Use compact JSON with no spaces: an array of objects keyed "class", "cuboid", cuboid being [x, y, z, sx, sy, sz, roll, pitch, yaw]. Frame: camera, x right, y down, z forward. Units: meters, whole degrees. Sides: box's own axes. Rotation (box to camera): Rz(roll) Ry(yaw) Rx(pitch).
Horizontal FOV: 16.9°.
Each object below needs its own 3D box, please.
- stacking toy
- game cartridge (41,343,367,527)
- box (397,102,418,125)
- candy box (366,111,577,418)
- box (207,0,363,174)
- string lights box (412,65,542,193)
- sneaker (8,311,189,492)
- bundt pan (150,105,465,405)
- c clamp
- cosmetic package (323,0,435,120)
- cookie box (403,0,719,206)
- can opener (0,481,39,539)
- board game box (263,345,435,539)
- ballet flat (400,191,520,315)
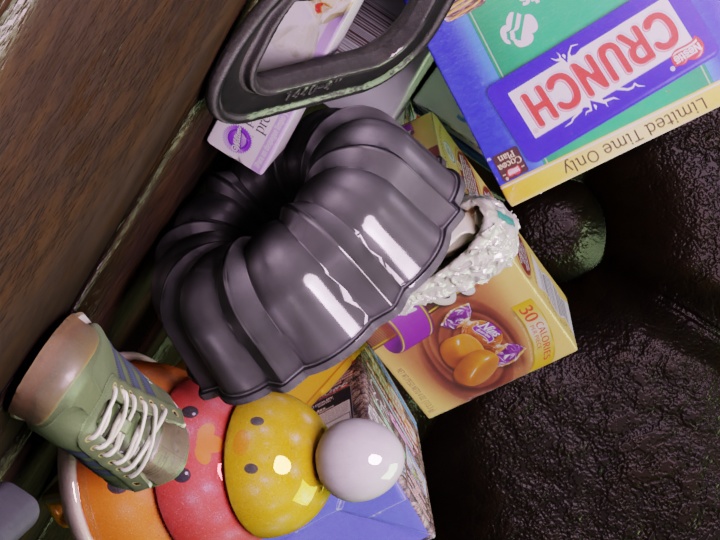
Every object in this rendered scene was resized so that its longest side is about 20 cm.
[{"class":"stacking toy","cuboid":[-0.065,0.111,1.432,0.200,0.146,0.146,-8,-154,27]},{"class":"game cartridge","cuboid":[-0.100,0.099,1.659,0.176,0.032,0.200,-14,-158,43]},{"class":"box","cuboid":[0.013,-0.078,1.667,0.200,0.035,0.110,-83,162,-47]},{"class":"candy box","cuboid":[0.045,0.000,1.567,0.117,0.200,0.056,-25,-137,15]},{"class":"box","cuboid":[-0.024,-0.142,1.325,0.200,0.039,0.041,-60,176,35]},{"class":"string lights box","cuboid":[0.090,-0.101,1.613,0.059,0.103,0.200,-53,180,2]},{"class":"sneaker","cuboid":[-0.130,0.077,1.305,0.067,0.090,0.200,-58,178,-9]},{"class":"bundt pan","cuboid":[-0.042,-0.020,1.399,0.202,0.076,0.202,-32,-154,18]},{"class":"c clamp","cuboid":[0.006,-0.149,1.273,0.200,0.027,0.171,-23,155,-39]},{"class":"cosmetic package","cuboid":[0.027,-0.171,1.551,0.113,0.081,0.200,-57,178,24]},{"class":"cookie box","cuboid":[0.118,-0.163,1.386,0.171,0.200,0.075,-26,-173,16]},{"class":"can opener","cuboid":[-0.201,0.168,1.274,0.053,0.067,0.200,-58,178,13]},{"class":"board game box","cuboid":[-0.046,0.140,1.665,0.159,0.097,0.200,-28,-163,7]},{"class":"ballet flat","cuboid":[0.000,0.000,1.471,0.200,0.072,0.072,-24,180,4]}]
